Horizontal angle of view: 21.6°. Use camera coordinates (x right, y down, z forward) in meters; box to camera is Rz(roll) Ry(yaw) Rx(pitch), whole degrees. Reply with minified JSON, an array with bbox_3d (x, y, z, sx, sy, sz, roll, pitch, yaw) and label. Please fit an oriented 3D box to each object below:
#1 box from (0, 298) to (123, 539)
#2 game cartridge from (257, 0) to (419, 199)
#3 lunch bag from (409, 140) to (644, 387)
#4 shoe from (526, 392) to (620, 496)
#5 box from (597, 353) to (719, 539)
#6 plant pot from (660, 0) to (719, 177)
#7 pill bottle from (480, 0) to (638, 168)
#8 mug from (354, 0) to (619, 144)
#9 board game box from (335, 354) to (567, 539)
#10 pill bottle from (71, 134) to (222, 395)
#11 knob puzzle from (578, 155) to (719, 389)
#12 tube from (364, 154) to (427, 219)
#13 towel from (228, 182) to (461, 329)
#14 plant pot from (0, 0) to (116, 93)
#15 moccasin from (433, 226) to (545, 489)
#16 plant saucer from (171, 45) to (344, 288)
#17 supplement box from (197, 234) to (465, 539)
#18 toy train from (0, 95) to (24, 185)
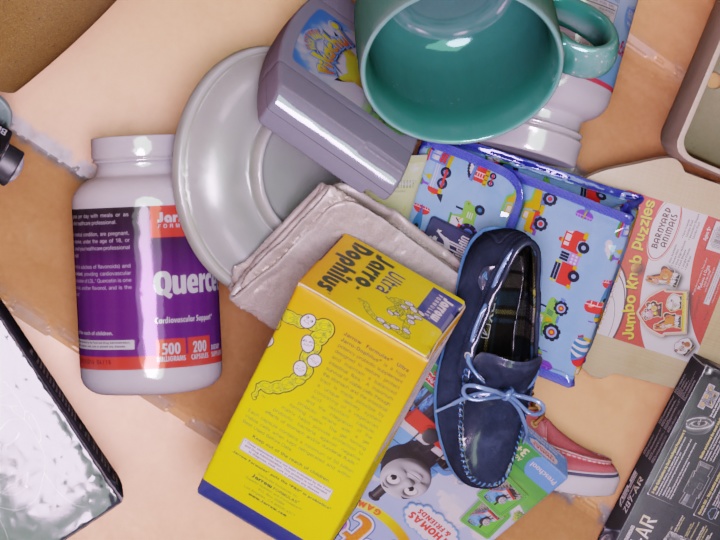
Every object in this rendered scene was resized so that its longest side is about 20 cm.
[{"bbox_3d":[-0.319,0.142,1.455,0.200,0.124,0.197,-33,98,-7],"label":"box"},{"bbox_3d":[-0.010,-0.145,1.471,0.133,0.200,0.040,31,124,-8],"label":"game cartridge"},{"bbox_3d":[0.108,-0.017,1.533,0.200,0.094,0.151,20,106,9],"label":"lunch bag"},{"bbox_3d":[0.127,0.120,1.556,0.200,0.071,0.091,16,95,-5],"label":"shoe"},{"bbox_3d":[0.309,0.193,1.588,0.160,0.044,0.200,24,97,-9],"label":"box"},{"bbox_3d":[0.351,-0.144,1.531,0.200,0.177,0.200,23,88,-9],"label":"plant pot"},{"bbox_3d":[0.161,-0.190,1.533,0.109,0.109,0.200,15,90,-10],"label":"pill bottle"},{"bbox_3d":[0.084,-0.183,1.438,0.185,0.114,0.152,27,127,-30],"label":"mug"},{"bbox_3d":[0.042,0.174,1.514,0.151,0.037,0.200,41,111,-16],"label":"board game box"},{"bbox_3d":[-0.168,-0.005,1.481,0.112,0.112,0.200,-3,93,-10],"label":"pill bottle"},{"bbox_3d":[0.226,-0.005,1.583,0.220,0.030,0.220,0,105,0],"label":"knob puzzle"},{"bbox_3d":[0.000,0.000,1.509,0.052,0.058,0.200,16,108,-4],"label":"tube"},{"bbox_3d":[0.007,0.022,1.465,0.200,0.034,0.133,36,112,-28],"label":"towel"},{"bbox_3d":[-0.254,-0.242,1.438,0.186,0.186,0.200,30,100,-9],"label":"plant pot"},{"bbox_3d":[0.098,0.067,1.423,0.080,0.068,0.200,-1,93,-26],"label":"moccasin"},{"bbox_3d":[-0.057,-0.077,1.477,0.200,0.050,0.200,-2,93,-44],"label":"plant saucer"},{"bbox_3d":[-0.022,0.094,1.401,0.110,0.109,0.200,30,117,6],"label":"supplement box"},{"bbox_3d":[-0.359,-0.113,1.451,0.200,0.085,0.114,31,132,-15],"label":"toy train"}]
